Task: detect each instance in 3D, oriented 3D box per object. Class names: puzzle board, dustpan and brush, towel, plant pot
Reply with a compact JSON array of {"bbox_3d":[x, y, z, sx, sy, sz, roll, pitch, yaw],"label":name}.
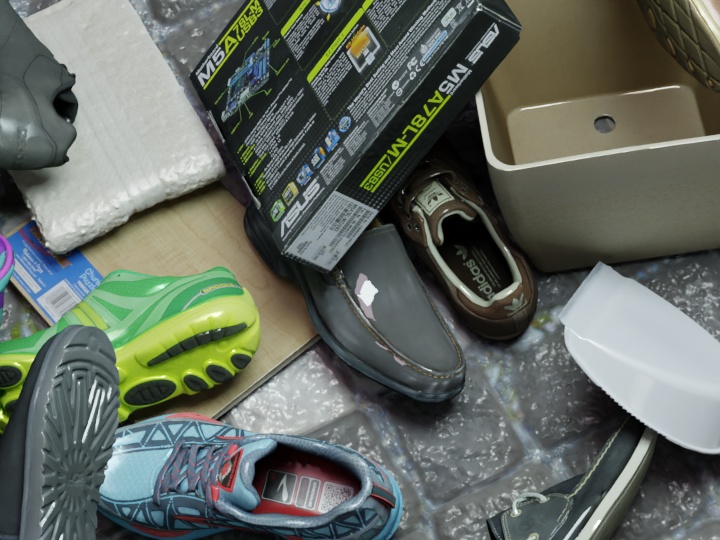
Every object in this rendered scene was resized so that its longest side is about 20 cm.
[{"bbox_3d":[-0.128,0.010,1.461,0.150,0.017,0.200,-37,64,-16],"label":"puzzle board"},{"bbox_3d":[0.206,0.083,1.357,0.199,0.057,0.140,31,22,8],"label":"dustpan and brush"},{"bbox_3d":[-0.185,-0.104,1.509,0.132,0.035,0.201,-26,54,-7],"label":"towel"},{"bbox_3d":[0.164,-0.109,1.415,0.198,0.177,0.201,-8,59,-1],"label":"plant pot"}]

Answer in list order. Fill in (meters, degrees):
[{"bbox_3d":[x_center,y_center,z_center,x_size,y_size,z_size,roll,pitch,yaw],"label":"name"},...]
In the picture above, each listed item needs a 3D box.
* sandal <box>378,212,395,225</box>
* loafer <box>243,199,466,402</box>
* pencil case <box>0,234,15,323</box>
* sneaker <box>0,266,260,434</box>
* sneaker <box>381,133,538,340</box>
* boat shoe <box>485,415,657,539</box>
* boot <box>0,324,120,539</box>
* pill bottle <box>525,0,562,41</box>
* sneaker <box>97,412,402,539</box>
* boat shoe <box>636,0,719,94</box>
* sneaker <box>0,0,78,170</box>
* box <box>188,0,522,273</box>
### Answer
[{"bbox_3d":[-0.005,-0.124,1.487,0.074,0.045,0.202,-11,73,4],"label":"sandal"},{"bbox_3d":[0.000,0.000,1.408,0.073,0.073,0.200,-19,54,-42],"label":"loafer"},{"bbox_3d":[-0.256,0.074,1.329,0.084,0.201,0.092,-2,27,-23],"label":"pencil case"},{"bbox_3d":[-0.159,0.050,1.401,0.198,0.074,0.084,-14,36,1],"label":"sneaker"},{"bbox_3d":[0.048,-0.048,1.420,0.070,0.076,0.200,-37,79,-8],"label":"sneaker"},{"bbox_3d":[0.108,0.157,1.325,0.067,0.072,0.200,35,70,17],"label":"boat shoe"},{"bbox_3d":[-0.238,0.106,1.255,0.199,0.066,0.166,3,79,31],"label":"boot"},{"bbox_3d":[0.064,-0.236,1.534,0.199,0.113,0.113,23,64,16],"label":"pill bottle"},{"bbox_3d":[-0.075,0.119,1.339,0.198,0.096,0.080,4,73,6],"label":"sneaker"},{"bbox_3d":[0.189,-0.191,1.318,0.067,0.072,0.201,-22,57,-7],"label":"boat shoe"},{"bbox_3d":[-0.233,-0.126,1.476,0.090,0.076,0.201,7,39,-19],"label":"sneaker"},{"bbox_3d":[-0.009,-0.133,1.381,0.200,0.047,0.194,-51,39,19],"label":"box"}]
